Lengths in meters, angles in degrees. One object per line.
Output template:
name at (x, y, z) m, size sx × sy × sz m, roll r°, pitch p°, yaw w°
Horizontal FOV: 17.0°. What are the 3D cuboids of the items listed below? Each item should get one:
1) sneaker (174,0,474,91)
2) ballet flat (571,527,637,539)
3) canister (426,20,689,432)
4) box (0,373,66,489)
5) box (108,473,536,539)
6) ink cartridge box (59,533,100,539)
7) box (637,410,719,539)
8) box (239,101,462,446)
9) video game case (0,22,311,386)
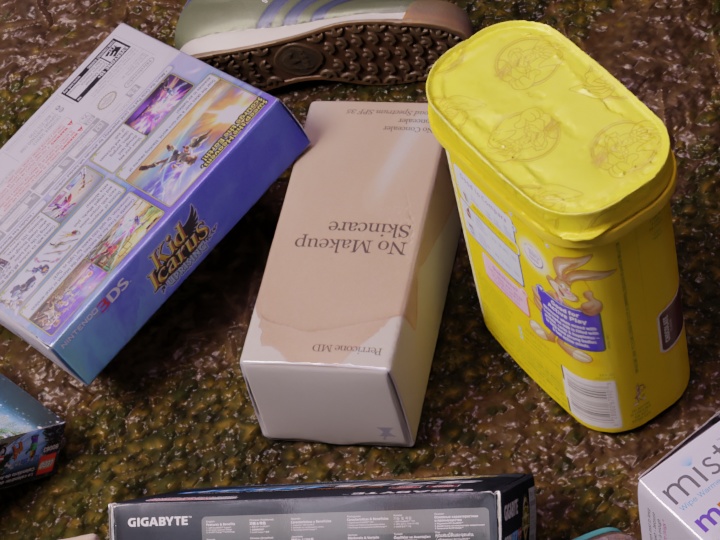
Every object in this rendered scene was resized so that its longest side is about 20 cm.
sneaker at (-0.026, -0.169, 1.559) m, size 0.200 × 0.067 × 0.090 m, roll -6°, pitch 55°, yaw 12°
ballet flat at (0.067, 0.207, 1.238) m, size 0.200 × 0.068 × 0.067 m, roll -30°, pitch 54°, yaw 1°
canister at (0.112, -0.019, 1.319) m, size 0.086 × 0.200 × 0.149 m, roll -33°, pitch 52°, yaw -14°
box at (-0.288, 0.069, 1.399) m, size 0.200 × 0.038 × 0.136 m, roll 32°, pitch 27°, yaw 32°
box at (-0.015, 0.135, 1.254) m, size 0.200 × 0.159 × 0.046 m, roll -3°, pitch 88°, yaw 11°
ink cartridge box at (-0.224, 0.214, 1.180) m, size 0.200 × 0.075 × 0.165 m, roll -16°, pitch 21°, yaw 36°
box at (0.223, 0.182, 1.129) m, size 0.097 × 0.200 × 0.176 m, roll -34°, pitch 51°, yaw -16°
box at (0.000, 0.000, 1.409) m, size 0.095 × 0.078 × 0.200 m, roll 1°, pitch 51°, yaw 14°
video game case at (-0.154, -0.045, 1.456) m, size 0.200 × 0.045 × 0.181 m, roll -48°, pitch 40°, yaw -11°
